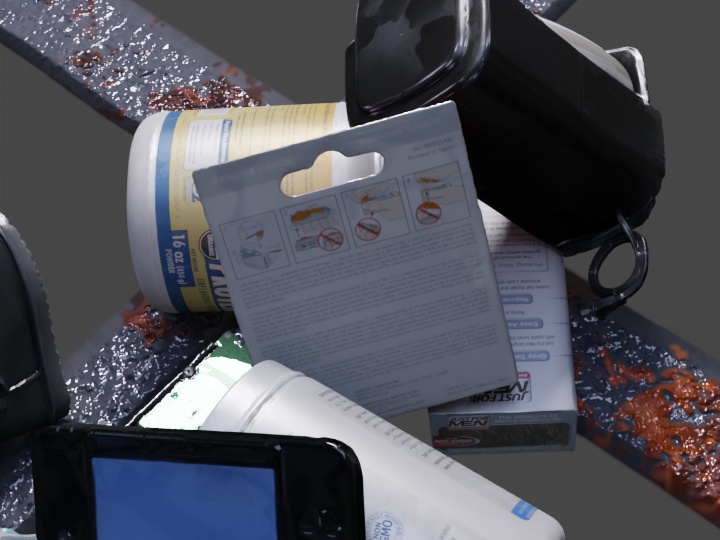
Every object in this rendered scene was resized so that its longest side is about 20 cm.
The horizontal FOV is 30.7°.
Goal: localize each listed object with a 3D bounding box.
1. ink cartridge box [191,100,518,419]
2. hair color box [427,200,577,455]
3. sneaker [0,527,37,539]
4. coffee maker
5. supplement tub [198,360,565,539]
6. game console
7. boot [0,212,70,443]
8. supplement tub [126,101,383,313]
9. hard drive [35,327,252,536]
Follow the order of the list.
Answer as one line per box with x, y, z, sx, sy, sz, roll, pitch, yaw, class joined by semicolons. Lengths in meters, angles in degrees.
0.000;0.000;0.798;0.159;0.201;0.047;-15;29;2;ink cartridge box
0.095;0.027;0.922;0.098;0.061;0.201;-2;54;5;hair color box
-0.269;0.179;0.846;0.198;0.078;0.087;-7;47;-1;sneaker
0.100;-0.099;0.835;0.135;0.199;0.193;-46;45;23;coffee maker
0.002;0.152;0.738;0.199;0.132;0.132;29;62;15;supplement tub
-0.106;0.175;0.647;0.198;0.116;0.178;0;96;24;game console
-0.294;0.066;0.843;0.065;0.166;0.199;-1;21;46;boot
-0.056;-0.045;0.937;0.198;0.145;0.146;-2;54;5;supplement tub
-0.091;0.137;0.843;0.139;0.038;0.200;33;52;14;hard drive
